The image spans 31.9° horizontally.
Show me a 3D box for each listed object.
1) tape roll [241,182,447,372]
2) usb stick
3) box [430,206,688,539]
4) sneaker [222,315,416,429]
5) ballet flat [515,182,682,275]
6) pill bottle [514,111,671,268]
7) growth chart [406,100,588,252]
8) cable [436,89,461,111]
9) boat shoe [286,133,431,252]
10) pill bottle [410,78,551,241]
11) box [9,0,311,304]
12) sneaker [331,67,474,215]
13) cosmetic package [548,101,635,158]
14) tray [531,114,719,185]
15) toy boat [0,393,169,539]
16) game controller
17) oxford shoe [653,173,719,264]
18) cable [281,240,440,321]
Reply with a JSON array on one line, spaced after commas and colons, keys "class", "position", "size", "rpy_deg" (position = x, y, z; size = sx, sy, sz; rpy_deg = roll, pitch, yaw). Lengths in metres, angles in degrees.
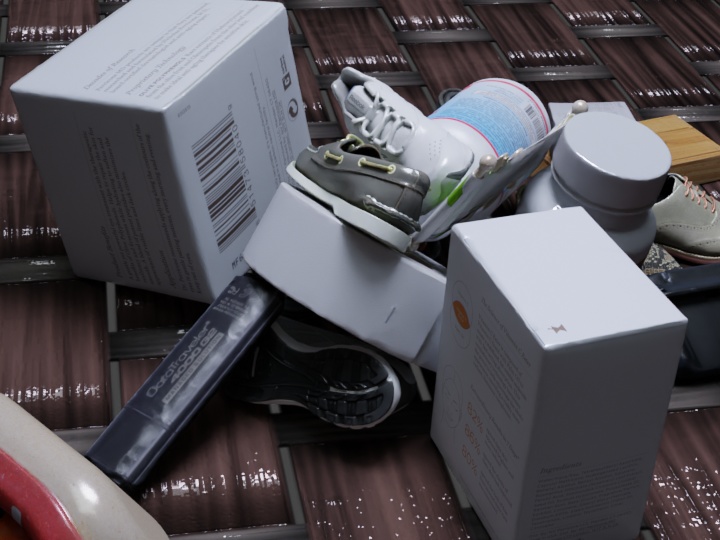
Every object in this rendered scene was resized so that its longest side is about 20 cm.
[{"class": "tape roll", "position": [0.007, 0.006, 1.022], "size": [0.202, 0.071, 0.202], "rpy_deg": [30, 4, -3]}, {"class": "usb stick", "position": [-0.131, 0.083, 0.956], "size": [0.055, 0.033, 0.200], "rpy_deg": [21, 62, 35]}, {"class": "box", "position": [0.132, 0.081, 0.897], "size": [0.106, 0.201, 0.152], "rpy_deg": [-9, 36, -18]}, {"class": "sneaker", "position": [-0.046, 0.078, 1.018], "size": [0.200, 0.074, 0.079], "rpy_deg": [18, 7, 29]}, {"class": "ballet flat", "position": [0.214, -0.027, 1.180], "size": [0.075, 0.068, 0.200], "rpy_deg": [34, 4, -47]}, {"class": "pill bottle", "position": [0.181, -0.025, 1.047], "size": [0.114, 0.200, 0.115], "rpy_deg": [9, 41, -8]}, {"class": "growth chart", "position": [0.112, -0.075, 1.034], "size": [0.018, 0.145, 0.200], "rpy_deg": [50, 41, 6]}, {"class": "cable", "position": [0.094, -0.158, 1.375], "size": [0.097, 0.050, 0.200], "rpy_deg": [24, 39, 19]}, {"class": "boat shoe", "position": [-0.001, -0.071, 0.995], "size": [0.072, 0.060, 0.202], "rpy_deg": [27, 5, -26]}, {"class": "pill bottle", "position": [0.098, -0.104, 1.197], "size": [0.108, 0.109, 0.200], "rpy_deg": [19, 33, 22]}, {"class": "box", "position": [-0.164, -0.114, 1.125], "size": [0.171, 0.200, 0.200], "rpy_deg": [10, 40, 27]}, {"class": "sneaker", "position": [0.026, -0.110, 1.050], "size": [0.087, 0.075, 0.200], "rpy_deg": [38, 5, -31]}, {"class": "cosmetic package", "position": [0.231, -0.124, 1.240], "size": [0.082, 0.051, 0.200], "rpy_deg": [-2, 18, 6]}, {"class": "tray", "position": [0.287, -0.120, 1.362], "size": [0.199, 0.037, 0.099], "rpy_deg": [-13, 37, -22]}, {"class": "toy boat", "position": [-0.218, 0.178, 0.818], "size": [0.200, 0.131, 0.131], "rpy_deg": [29, 71, 34]}, {"class": "game controller", "position": [0.336, 0.040, 1.109], "size": [0.199, 0.042, 0.105], "rpy_deg": [-8, 68, -17]}, {"class": "oxford shoe", "position": [0.322, -0.053, 1.231], "size": [0.199, 0.074, 0.071], "rpy_deg": [1, 34, -3]}, {"class": "cable", "position": [0.000, 0.000, 1.172], "size": [0.097, 0.050, 0.200], "rpy_deg": [34, 54, 13]}]
